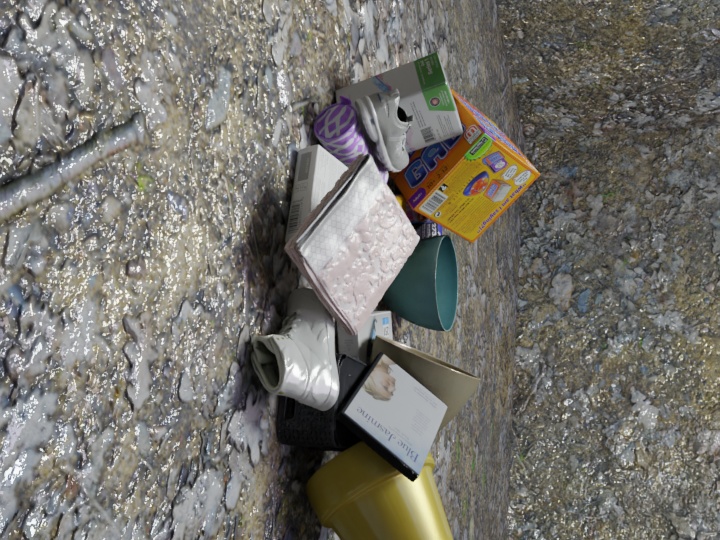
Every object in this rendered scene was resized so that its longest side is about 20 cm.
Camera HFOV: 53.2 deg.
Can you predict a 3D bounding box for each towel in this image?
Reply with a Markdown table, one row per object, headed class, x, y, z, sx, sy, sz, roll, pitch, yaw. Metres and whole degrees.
| class | x | y | z | sx | sy | sz | roll | pitch | yaw |
| --- | --- | --- | --- | --- | --- | --- | --- | --- | --- |
| towel | -0.002 | -0.037 | 1.042 | 0.200 | 0.032 | 0.191 | -54 | 132 | -25 |

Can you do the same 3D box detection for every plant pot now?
| class | x | y | z | sx | sy | sz | roll | pitch | yaw |
| --- | --- | --- | --- | --- | --- | --- | --- | --- | --- |
| plant pot | 0.044 | 0.369 | 1.090 | 0.189 | 0.201 | 0.201 | 59 | 7 | 28 |
| plant pot | 0.119 | 0.028 | 1.512 | 0.200 | 0.134 | 0.201 | -1 | 90 | -70 |

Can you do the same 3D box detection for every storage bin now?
| class | x | y | z | sx | sy | sz | roll | pitch | yaw |
| --- | --- | --- | --- | --- | --- | --- | --- | --- | --- |
| storage bin | -0.042 | 0.210 | 1.123 | 0.200 | 0.094 | 0.136 | 39 | 52 | -63 |

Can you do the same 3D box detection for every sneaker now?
| class | x | y | z | sx | sy | sz | roll | pitch | yaw |
| --- | --- | --- | --- | --- | --- | --- | --- | --- | --- |
| sneaker | -0.098 | 0.092 | 1.007 | 0.115 | 0.074 | 0.200 | 24 | 37 | -38 |
| sneaker | 0.059 | -0.235 | 1.234 | 0.200 | 0.082 | 0.075 | 48 | 21 | -64 |

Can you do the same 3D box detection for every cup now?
| class | x | y | z | sx | sy | sz | roll | pitch | yaw |
| --- | --- | --- | --- | --- | --- | --- | --- | --- | --- |
| cup | 0.093 | 0.218 | 1.270 | 0.144 | 0.200 | 0.200 | -68 | 158 | -1 |

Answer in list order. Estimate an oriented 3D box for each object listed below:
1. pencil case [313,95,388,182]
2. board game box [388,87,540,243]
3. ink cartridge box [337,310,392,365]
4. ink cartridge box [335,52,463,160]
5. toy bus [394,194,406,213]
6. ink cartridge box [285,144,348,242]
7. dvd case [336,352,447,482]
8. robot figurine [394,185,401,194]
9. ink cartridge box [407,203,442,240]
| class | x | y | z | sx | sy | sz | roll | pitch | yaw |
| --- | --- | --- | --- | --- | --- | --- | --- | --- | --- |
| pencil case | -0.010 | -0.208 | 1.257 | 0.086 | 0.084 | 0.200 | -55 | 151 | -10 |
| board game box | 0.195 | -0.218 | 1.462 | 0.200 | 0.200 | 0.200 | 24 | 27 | -42 |
| ink cartridge box | 0.013 | 0.168 | 1.346 | 0.200 | 0.045 | 0.177 | 0 | 88 | -70 |
| ink cartridge box | 0.071 | -0.288 | 1.312 | 0.145 | 0.200 | 0.084 | 54 | 21 | -56 |
| toy bus | 0.021 | -0.102 | 1.331 | 0.200 | 0.078 | 0.065 | -29 | 124 | -68 |
| ink cartridge box | -0.035 | -0.087 | 1.171 | 0.200 | 0.050 | 0.161 | 33 | 56 | -50 |
| dvd case | 0.053 | 0.214 | 1.088 | 0.018 | 0.143 | 0.200 | -51 | 178 | 27 |
| robot figurine | 0.117 | -0.106 | 1.630 | 0.145 | 0.058 | 0.201 | -18 | 106 | -67 |
| ink cartridge box | 0.119 | -0.105 | 1.554 | 0.200 | 0.037 | 0.095 | -7 | 95 | -44 |
